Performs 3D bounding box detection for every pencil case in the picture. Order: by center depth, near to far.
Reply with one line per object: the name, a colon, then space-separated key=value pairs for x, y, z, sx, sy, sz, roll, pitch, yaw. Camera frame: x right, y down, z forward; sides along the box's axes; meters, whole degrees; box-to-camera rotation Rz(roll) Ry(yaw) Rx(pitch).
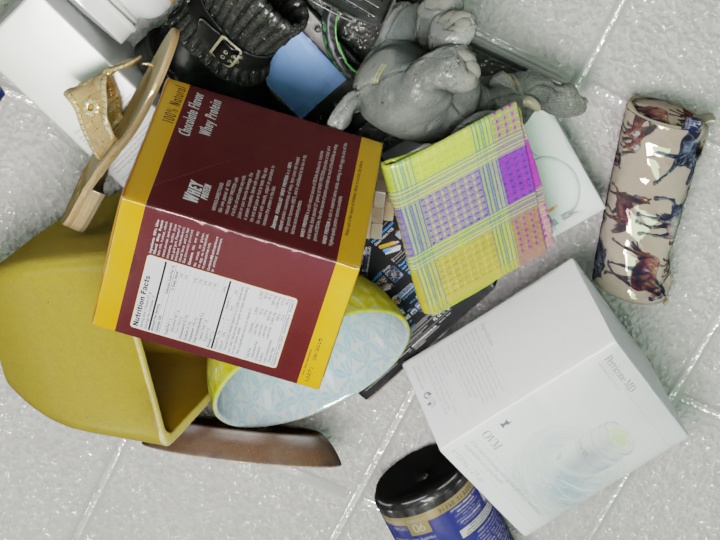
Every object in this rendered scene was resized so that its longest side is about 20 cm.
pencil case: x=0.284 y=-0.066 z=1.744 sx=0.089 sy=0.078 sz=0.201 roll=11 pitch=110 yaw=3

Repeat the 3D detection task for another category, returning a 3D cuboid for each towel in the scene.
towel: x=0.098 y=-0.053 z=1.612 sx=0.143 sy=0.023 sz=0.201 roll=-28 pitch=136 yaw=-8

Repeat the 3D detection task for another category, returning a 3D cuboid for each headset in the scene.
headset: x=0.062 y=-0.243 z=1.659 sx=0.199 sy=0.094 sz=0.124 roll=-29 pitch=110 yaw=-9

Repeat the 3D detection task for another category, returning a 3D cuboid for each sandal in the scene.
sandal: x=-0.236 y=-0.133 z=1.586 sx=0.069 sy=0.078 sz=0.212 roll=23 pitch=114 yaw=-16

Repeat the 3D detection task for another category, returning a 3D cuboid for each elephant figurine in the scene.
elephant figurine: x=0.094 y=-0.145 z=1.624 sx=0.154 sy=0.142 sz=0.200 roll=-9 pitch=143 yaw=32

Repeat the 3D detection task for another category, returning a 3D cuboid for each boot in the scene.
boot: x=-0.092 y=-0.184 z=1.648 sx=0.158 sy=0.080 sz=0.211 roll=-37 pitch=108 yaw=29

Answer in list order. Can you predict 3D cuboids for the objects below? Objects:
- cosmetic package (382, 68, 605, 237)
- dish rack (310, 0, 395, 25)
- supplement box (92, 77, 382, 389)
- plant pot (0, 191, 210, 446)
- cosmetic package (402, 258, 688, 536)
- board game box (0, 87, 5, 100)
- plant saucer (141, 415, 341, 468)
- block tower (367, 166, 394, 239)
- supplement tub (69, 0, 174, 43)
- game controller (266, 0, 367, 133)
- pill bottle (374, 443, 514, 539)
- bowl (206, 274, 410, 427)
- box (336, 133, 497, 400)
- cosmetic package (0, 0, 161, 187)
cosmetic package: x=0.117 y=-0.081 z=1.747 sx=0.199 sy=0.052 sz=0.151 roll=-30 pitch=107 yaw=10
dish rack: x=-0.004 y=-0.323 z=1.592 sx=0.153 sy=0.055 sz=0.201 roll=28 pitch=63 yaw=-11
supplement box: x=-0.101 y=-0.034 z=1.515 sx=0.199 sy=0.198 sz=0.133 roll=16 pitch=125 yaw=-4
plant pot: x=-0.244 y=0.035 z=1.705 sx=0.199 sy=0.196 sz=0.195 roll=-1 pitch=114 yaw=27
cosmetic package: x=0.184 y=0.128 z=1.752 sx=0.199 sy=0.123 sz=0.199 roll=-34 pitch=136 yaw=9
board game box: x=-0.408 y=-0.212 z=1.624 sx=0.046 sy=0.152 sz=0.201 roll=-30 pitch=108 yaw=9
plant saucer: x=-0.116 y=0.167 z=1.764 sx=0.199 sy=0.200 sz=0.032 roll=6 pitch=89 yaw=-4
block tower: x=-0.066 y=-0.076 z=1.634 sx=0.199 sy=0.058 sz=0.054 roll=7 pitch=123 yaw=0
supplement tub: x=-0.192 y=-0.316 z=1.574 sx=0.145 sy=0.145 sz=0.200 roll=40 pitch=88 yaw=-15
game controller: x=-0.071 y=-0.204 z=1.698 sx=0.104 sy=0.042 sz=0.200 roll=-41 pitch=106 yaw=12
pill bottle: x=0.103 y=0.289 z=1.854 sx=0.111 sy=0.112 sz=0.201 roll=-25 pitch=109 yaw=7
bowl: x=-0.063 y=0.051 z=1.681 sx=0.199 sy=0.108 sz=0.200 roll=-20 pitch=154 yaw=-10
box: x=0.000 y=0.000 z=1.737 sx=0.198 sy=0.050 sz=0.200 roll=41 pitch=121 yaw=-9
cosmetic package: x=-0.251 y=-0.177 z=1.667 sx=0.085 sy=0.108 sz=0.200 roll=-43 pitch=105 yaw=14
